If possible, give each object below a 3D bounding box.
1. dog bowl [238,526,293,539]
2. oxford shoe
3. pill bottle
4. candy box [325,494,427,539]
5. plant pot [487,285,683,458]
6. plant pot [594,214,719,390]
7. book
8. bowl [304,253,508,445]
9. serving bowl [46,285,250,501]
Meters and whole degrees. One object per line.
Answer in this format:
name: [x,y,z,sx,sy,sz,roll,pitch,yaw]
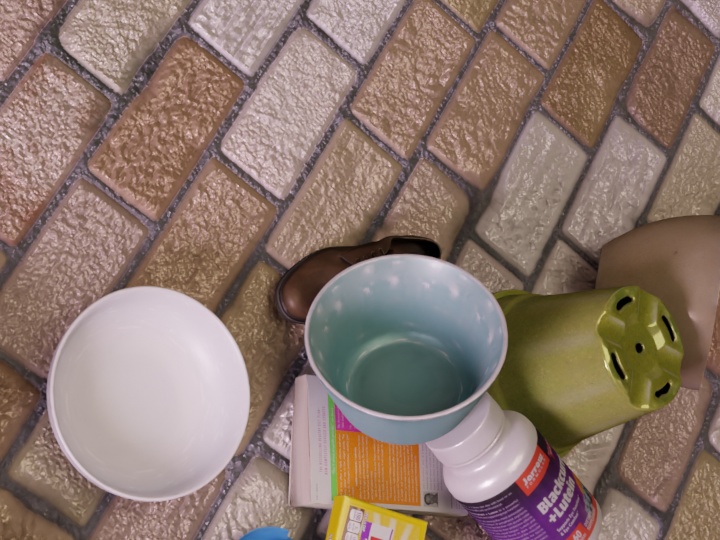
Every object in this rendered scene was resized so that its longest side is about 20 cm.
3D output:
dog bowl: [-0.057,0.320,1.360,0.199,0.049,0.113,18,70,-25]
oxford shoe: [0.000,0.000,1.451,0.199,0.084,0.073,-23,91,-30]
pill bottle: [0.155,0.217,1.436,0.200,0.111,0.112,49,59,-25]
candy box: [0.001,0.330,1.347,0.102,0.026,0.202,22,69,-26]
plant pot: [0.238,0.100,1.488,0.199,0.184,0.202,12,70,-35]
plant pot: [0.337,0.028,1.595,0.133,0.201,0.202,8,70,10]
book: [0.024,0.184,1.443,0.198,0.048,0.135,10,73,-30]
bowl: [0.045,0.092,1.378,0.199,0.105,0.202,-1,51,1]
serving bowl: [-0.207,0.119,1.312,0.198,0.066,0.202,7,75,-28]
